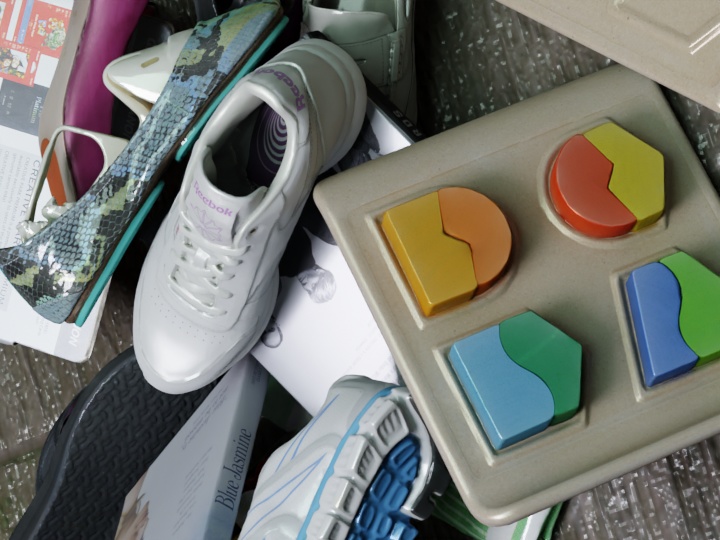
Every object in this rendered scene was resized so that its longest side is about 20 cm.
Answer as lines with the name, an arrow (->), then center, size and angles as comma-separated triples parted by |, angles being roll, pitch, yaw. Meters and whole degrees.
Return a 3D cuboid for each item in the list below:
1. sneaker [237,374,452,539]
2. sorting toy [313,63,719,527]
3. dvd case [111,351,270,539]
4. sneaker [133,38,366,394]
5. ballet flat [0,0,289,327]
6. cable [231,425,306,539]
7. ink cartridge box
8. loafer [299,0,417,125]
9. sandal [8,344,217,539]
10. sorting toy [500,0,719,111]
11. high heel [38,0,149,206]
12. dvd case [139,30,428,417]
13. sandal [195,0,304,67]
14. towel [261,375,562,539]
sneaker -> -0.031, 0.137, 1.369 | 0.200, 0.075, 0.087 | -55, 35, -6
sorting toy -> 0.099, 0.004, 1.344 | 0.185, 0.036, 0.200 | -22, 69, -15
dvd case -> -0.101, 0.144, 1.431 | 0.018, 0.200, 0.143 | 31, 125, -14
sneaker -> -0.072, -0.024, 1.384 | 0.075, 0.100, 0.200 | 31, 112, 14
ballet flat -> -0.116, -0.067, 1.414 | 0.074, 0.074, 0.200 | 33, 86, 30
cable -> -0.077, 0.128, 1.493 | 0.200, 0.050, 0.097 | -11, 55, 47
ink cartridge box -> -0.191, -0.066, 1.562 | 0.175, 0.084, 0.200 | 18, 99, 16
loafer -> -0.005, -0.122, 1.451 | 0.070, 0.070, 0.200 | 5, 86, 28
sandal -> -0.150, 0.104, 1.550 | 0.201, 0.075, 0.048 | -56, 44, 18
sorting toy -> 0.154, -0.194, 1.377 | 0.200, 0.036, 0.185 | 29, 104, 26
high heel -> -0.122, -0.100, 1.473 | 0.067, 0.096, 0.200 | -144, 45, -65
dvd case -> 0.000, 0.000, 1.425 | 0.200, 0.025, 0.150 | 45, 114, 9
sandal -> -0.051, -0.125, 1.486 | 0.048, 0.075, 0.201 | 4, 100, 30
towel -> 0.038, 0.045, 1.455 | 0.200, 0.023, 0.153 | 28, 104, 30
